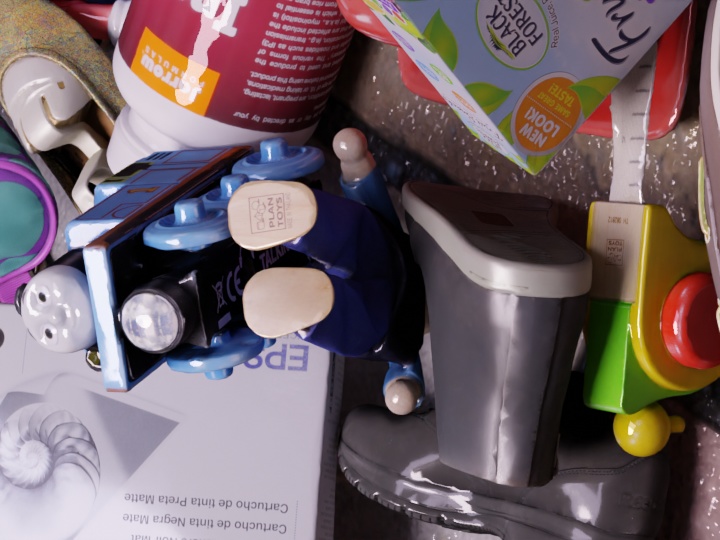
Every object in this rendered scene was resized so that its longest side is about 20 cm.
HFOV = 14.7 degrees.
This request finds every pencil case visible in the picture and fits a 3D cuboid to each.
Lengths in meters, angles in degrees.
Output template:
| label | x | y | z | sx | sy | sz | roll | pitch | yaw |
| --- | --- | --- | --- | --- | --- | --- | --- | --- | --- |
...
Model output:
| label | x | y | z | sx | sy | sz | roll | pitch | yaw |
| --- | --- | --- | --- | --- | --- | --- | --- | --- | --- |
| pencil case | -0.234 | -0.062 | 1.555 | 0.200 | 0.085 | 0.093 | -131 | 22 | -54 |

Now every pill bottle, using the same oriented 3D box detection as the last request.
| label | x | y | z | sx | sy | sz | roll | pitch | yaw |
| --- | --- | --- | --- | --- | --- | --- | --- | --- | --- |
| pill bottle | -0.059 | -0.130 | 1.409 | 0.113 | 0.113 | 0.200 | 45 | 124 | 40 |

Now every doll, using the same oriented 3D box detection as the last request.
| label | x | y | z | sx | sy | sz | roll | pitch | yaw |
| --- | --- | --- | --- | --- | --- | --- | --- | --- | --- |
| doll | 0.000 | 0.000 | 1.293 | 0.048 | 0.200 | 0.137 | -14 | 78 | 18 |

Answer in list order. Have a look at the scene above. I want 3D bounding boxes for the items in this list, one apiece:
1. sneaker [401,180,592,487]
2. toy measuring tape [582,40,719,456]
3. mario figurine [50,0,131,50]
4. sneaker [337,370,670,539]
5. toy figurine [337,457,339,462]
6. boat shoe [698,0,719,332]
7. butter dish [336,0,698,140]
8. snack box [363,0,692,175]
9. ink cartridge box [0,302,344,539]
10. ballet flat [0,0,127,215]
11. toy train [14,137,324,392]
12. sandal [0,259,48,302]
| label | x | y | z | sx | sy | sz | roll | pitch | yaw |
| --- | --- | --- | --- | --- | --- | --- | --- | --- | --- |
| sneaker | 0.052 | 0.024 | 1.258 | 0.200 | 0.075 | 0.107 | -110 | 27 | -75 |
| toy measuring tape | 0.136 | -0.019 | 1.212 | 0.073 | 0.073 | 0.201 | 7 | 94 | 50 |
| mario figurine | -0.144 | -0.163 | 1.560 | 0.106 | 0.124 | 0.200 | 43 | 126 | -10 |
| sneaker | 0.071 | 0.085 | 1.302 | 0.200 | 0.076 | 0.091 | 17 | 94 | 43 |
| toy figurine | -0.068 | 0.125 | 1.427 | 0.200 | 0.150 | 0.185 | 29 | 103 | 37 |
| boat shoe | 0.173 | -0.037 | 1.166 | 0.060 | 0.072 | 0.201 | 139 | 127 | -60 |
| butter dish | 0.048 | -0.167 | 1.252 | 0.200 | 0.148 | 0.200 | 17 | 103 | 49 |
| snack box | 0.093 | -0.158 | 1.134 | 0.200 | 0.142 | 0.053 | -48 | 43 | -5 |
| ink cartridge box | -0.111 | 0.118 | 1.370 | 0.199 | 0.041 | 0.201 | 1 | 82 | 14 |
| ballet flat | -0.144 | -0.063 | 1.492 | 0.200 | 0.071 | 0.071 | 54 | 135 | -1 |
| toy train | -0.084 | -0.004 | 1.307 | 0.114 | 0.200 | 0.087 | -4 | 106 | 22 |
| sandal | -0.228 | -0.014 | 1.635 | 0.200 | 0.082 | 0.055 | 56 | 153 | 29 |
